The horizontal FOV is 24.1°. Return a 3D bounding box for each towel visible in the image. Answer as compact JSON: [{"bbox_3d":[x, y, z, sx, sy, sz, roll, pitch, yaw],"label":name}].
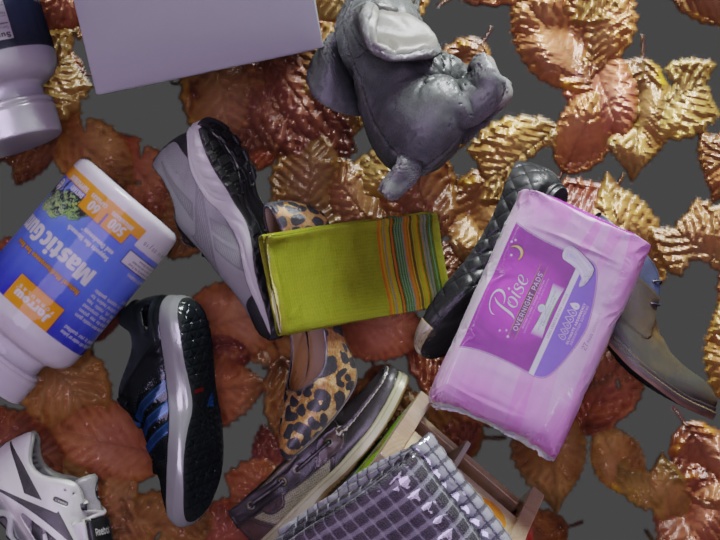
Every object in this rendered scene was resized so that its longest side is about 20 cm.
[{"bbox_3d":[0.000,0.000,1.429,0.199,0.018,0.087,-9,85,-43],"label":"towel"},{"bbox_3d":[0.022,0.246,1.315,0.200,0.086,0.166,-38,94,27],"label":"towel"}]

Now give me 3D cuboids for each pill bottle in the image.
[{"bbox_3d":[-0.328,-0.202,1.451,0.119,0.120,0.201,-17,88,-1],"label":"pill bottle"},{"bbox_3d":[-0.260,0.013,1.444,0.112,0.112,0.200,40,87,2],"label":"pill bottle"}]

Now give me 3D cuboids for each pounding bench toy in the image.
[{"bbox_3d":[0.038,0.241,1.425,0.156,0.124,0.200,40,117,1],"label":"pounding bench toy"}]

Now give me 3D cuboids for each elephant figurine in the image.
[{"bbox_3d":[0.022,-0.183,1.449,0.141,0.155,0.200,-42,88,13],"label":"elephant figurine"}]

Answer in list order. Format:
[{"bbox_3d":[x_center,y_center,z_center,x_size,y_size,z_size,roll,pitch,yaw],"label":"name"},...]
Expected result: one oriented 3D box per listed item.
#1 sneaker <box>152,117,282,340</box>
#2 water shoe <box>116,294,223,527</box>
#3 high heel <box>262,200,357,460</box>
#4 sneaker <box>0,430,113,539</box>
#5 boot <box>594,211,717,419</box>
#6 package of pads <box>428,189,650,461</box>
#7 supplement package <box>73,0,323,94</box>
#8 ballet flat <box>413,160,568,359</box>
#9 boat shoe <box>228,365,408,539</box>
[{"bbox_3d":[-0.115,-0.031,1.476,0.079,0.074,0.201,-23,93,29],"label":"sneaker"},{"bbox_3d":[-0.169,0.122,1.472,0.079,0.071,0.201,-2,88,27],"label":"water shoe"},{"bbox_3d":[-0.062,0.046,1.420,0.142,0.071,0.201,40,59,-29],"label":"high heel"},{"bbox_3d":[-0.246,0.224,1.452,0.088,0.074,0.200,-42,88,0],"label":"sneaker"},{"bbox_3d":[0.248,0.039,1.463,0.200,0.075,0.097,37,91,4],"label":"boot"},{"bbox_3d":[0.148,0.045,1.404,0.120,0.076,0.201,24,84,6],"label":"package of pads"},{"bbox_3d":[-0.144,-0.253,1.437,0.199,0.111,0.157,-12,107,0],"label":"supplement package"},{"bbox_3d":[0.109,-0.007,1.480,0.057,0.066,0.200,33,81,33],"label":"ballet flat"},{"bbox_3d":[-0.037,0.156,1.457,0.065,0.073,0.200,39,88,-3],"label":"boat shoe"}]
